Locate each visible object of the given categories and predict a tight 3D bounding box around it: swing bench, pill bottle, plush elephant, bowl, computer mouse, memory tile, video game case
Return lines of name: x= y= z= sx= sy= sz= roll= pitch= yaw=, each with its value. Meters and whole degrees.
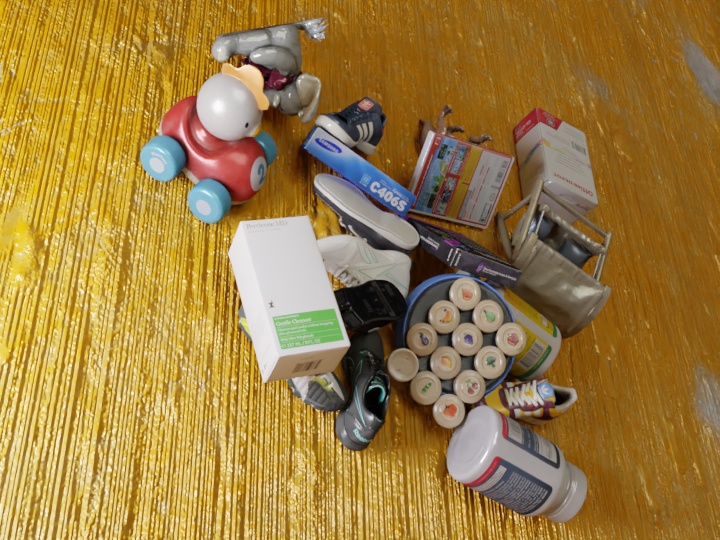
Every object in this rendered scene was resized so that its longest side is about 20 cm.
swing bench: x=0.354 y=-0.019 z=1.680 sx=0.197 sy=0.130 sz=0.202 roll=32 pitch=46 yaw=-19
pill bottle: x=0.239 y=0.300 z=1.370 sx=0.198 sy=0.119 sz=0.121 roll=31 pitch=46 yaw=-19
plush elephant: x=-0.138 y=-0.316 z=1.477 sx=0.196 sy=0.165 sz=0.158 roll=-13 pitch=107 yaw=-10
bowl: x=0.152 y=0.104 z=1.414 sx=0.197 sy=0.039 sz=0.205 roll=1 pitch=82 yaw=-9
computer mouse: x=-0.025 y=0.039 z=1.345 sx=0.199 sy=0.046 sz=0.141 roll=-17 pitch=66 yaw=-50
memory tile: x=0.147 y=0.123 z=1.382 sx=0.153 sy=0.017 sz=0.200 roll=44 pitch=78 yaw=-1
video game case: x=0.178 y=-0.160 z=1.634 sx=0.197 sy=0.145 sz=0.017 roll=10 pitch=18 yaw=-35
pill bottle: x=0.228 y=0.087 z=1.513 sx=0.199 sy=0.113 sz=0.114 roll=36 pitch=45 yaw=-15

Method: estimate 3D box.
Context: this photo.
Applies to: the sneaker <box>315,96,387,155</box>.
sneaker: x=-0.009 y=-0.254 z=1.517 sx=0.075 sy=0.085 sz=0.200 roll=36 pitch=11 yaw=14

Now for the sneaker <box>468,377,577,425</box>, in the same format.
sneaker: x=0.264 y=0.205 z=1.476 sx=0.197 sy=0.090 sz=0.076 roll=5 pitch=58 yaw=-37

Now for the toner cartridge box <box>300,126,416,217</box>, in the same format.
toner cartridge box: x=-0.004 y=-0.164 z=1.499 sx=0.198 sy=0.044 sz=0.095 roll=34 pitch=2 yaw=-12

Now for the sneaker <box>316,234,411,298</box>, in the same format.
sneaker: x=0.000 y=0.000 z=1.416 sx=0.198 sy=0.070 sz=0.082 roll=15 pitch=61 yaw=-30

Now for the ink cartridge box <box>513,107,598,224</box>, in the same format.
ink cartridge box: x=0.404 y=-0.217 z=1.890 sx=0.144 sy=0.083 sz=0.203 roll=22 pitch=50 yaw=-27

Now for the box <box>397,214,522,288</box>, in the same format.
box: x=0.159 y=-0.035 z=1.511 sx=0.141 sy=0.037 sz=0.200 roll=17 pitch=10 yaw=-30

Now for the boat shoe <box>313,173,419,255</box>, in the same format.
boat shoe: x=0.001 y=-0.083 z=1.479 sx=0.198 sy=0.061 sz=0.074 roll=31 pitch=38 yaw=-9

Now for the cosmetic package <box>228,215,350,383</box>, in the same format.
cosmetic package: x=-0.098 y=0.036 z=1.207 sx=0.106 sy=0.085 sz=0.203 roll=-8 pitch=63 yaw=-25

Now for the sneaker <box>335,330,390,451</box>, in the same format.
sneaker: x=0.017 y=0.161 z=1.312 sx=0.075 sy=0.079 sz=0.202 roll=25 pitch=47 yaw=-22

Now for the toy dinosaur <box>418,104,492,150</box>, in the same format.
toy dinosaur: x=0.159 y=-0.217 z=1.697 sx=0.200 sy=0.136 sz=0.086 roll=41 pitch=-5 yaw=20

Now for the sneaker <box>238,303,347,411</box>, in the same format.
sneaker: x=-0.079 y=0.105 z=1.272 sx=0.201 sy=0.074 sz=0.085 roll=50 pitch=42 yaw=0

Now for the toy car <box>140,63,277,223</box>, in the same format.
toy car: x=-0.185 y=-0.208 z=1.308 sx=0.177 sy=0.200 sz=0.185 roll=42 pitch=44 yaw=-8
